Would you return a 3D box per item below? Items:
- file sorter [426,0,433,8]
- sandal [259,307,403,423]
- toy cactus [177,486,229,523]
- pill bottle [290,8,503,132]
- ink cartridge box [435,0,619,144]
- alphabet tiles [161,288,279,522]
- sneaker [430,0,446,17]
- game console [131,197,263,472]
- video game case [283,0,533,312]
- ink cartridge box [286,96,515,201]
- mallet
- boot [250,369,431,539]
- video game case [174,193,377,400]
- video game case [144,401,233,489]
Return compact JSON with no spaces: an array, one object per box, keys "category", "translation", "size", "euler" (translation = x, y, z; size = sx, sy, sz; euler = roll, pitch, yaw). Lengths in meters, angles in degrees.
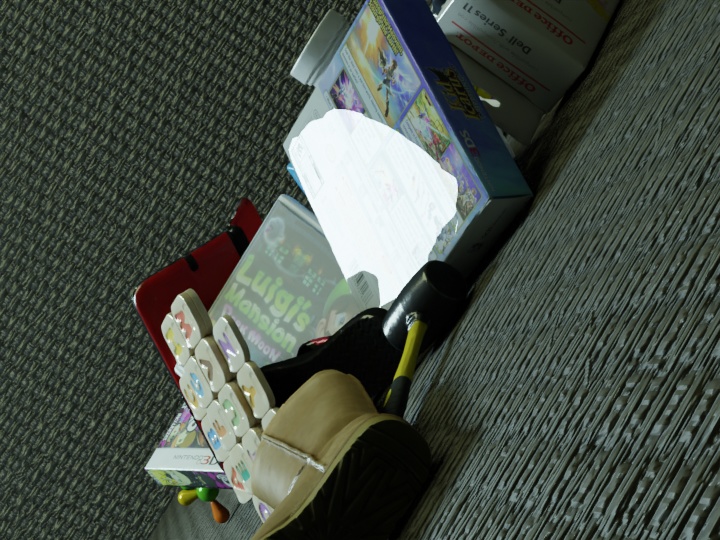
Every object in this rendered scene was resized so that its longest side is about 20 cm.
[{"category":"file sorter","translation":[0.082,-0.200,1.792],"size":[0.139,0.124,0.200],"euler":[-59,4,-21]},{"category":"sandal","translation":[-0.021,0.081,1.231],"size":[0.200,0.075,0.045],"euler":[-33,8,42]},{"category":"toy cactus","translation":[-0.138,0.204,1.858],"size":[0.165,0.102,0.200],"euler":[-39,-7,-24]},{"category":"pill bottle","translation":[0.036,-0.163,1.522],"size":[0.105,0.199,0.104],"euler":[-57,4,7]},{"category":"ink cartridge box","translation":[0.133,-0.207,1.254],"size":[0.067,0.117,0.201],"euler":[-49,10,52]},{"category":"alphabet tiles","translation":[-0.102,0.115,1.279],"size":[0.015,0.201,0.196],"euler":[-26,-9,-23]},{"category":"sneaker","translation":[0.084,-0.266,1.595],"size":[0.198,0.130,0.080],"euler":[4,54,39]},{"category":"game console","translation":[-0.112,0.059,1.486],"size":[0.172,0.201,0.119],"euler":[-32,15,-19]},{"category":"video game case","translation":[0.029,-0.076,1.194],"size":[0.045,0.201,0.182],"euler":[-6,-32,-33]},{"category":"ink cartridge box","translation":[0.043,-0.087,1.326],"size":[0.115,0.068,0.199],"euler":[-45,30,-18]},{"category":"mallet","translation":[0.024,0.077,1.071],"size":[0.066,0.041,0.201],"euler":[-53,11,44]},{"category":"boot","translation":[-0.038,0.144,0.950],"size":[0.175,0.066,0.200],"euler":[-47,12,-7]},{"category":"video game case","translation":[-0.053,0.057,1.325],"size":[0.200,0.023,0.183],"euler":[38,98,43]},{"category":"video game case","translation":[-0.122,0.145,1.731],"size":[0.180,0.036,0.201],"euler":[-4,46,45]}]
